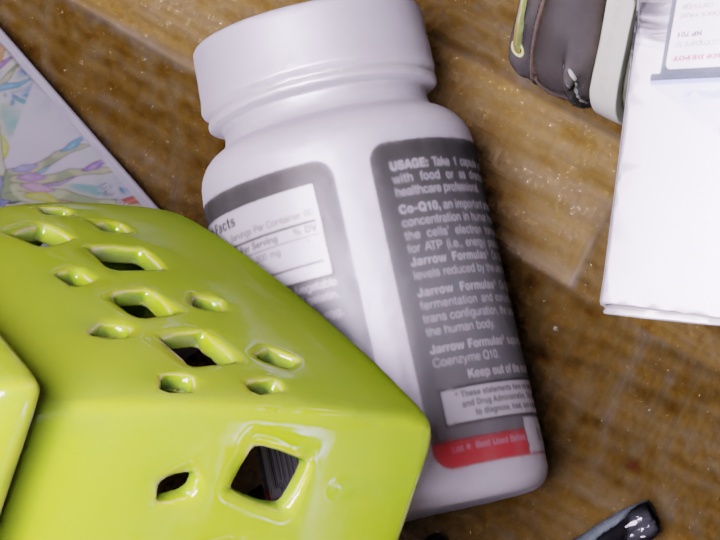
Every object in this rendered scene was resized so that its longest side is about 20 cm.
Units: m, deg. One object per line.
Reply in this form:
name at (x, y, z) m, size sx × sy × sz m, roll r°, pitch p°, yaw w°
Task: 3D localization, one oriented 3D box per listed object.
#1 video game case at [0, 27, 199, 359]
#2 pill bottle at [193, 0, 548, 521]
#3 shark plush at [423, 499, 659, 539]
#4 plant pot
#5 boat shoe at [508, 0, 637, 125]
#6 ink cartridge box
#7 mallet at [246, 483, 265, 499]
video game case at (-0.180, -0.010, 0.992) m, size 0.200 × 0.182 × 0.022 m, roll 47°, pitch 147°, yaw 19°
pill bottle at (0.000, 0.000, 0.925) m, size 0.113 × 0.114 × 0.201 m, roll -16°, pitch 81°, yaw 25°
shark plush at (0.025, 0.141, 0.938) m, size 0.200 × 0.091 × 0.084 m, roll -40°, pitch 42°, yaw 25°
plant pot at (-0.124, 0.087, 0.820) m, size 0.200 × 0.181 × 0.200 m, roll 37°, pitch 110°, yaw 50°
boat shoe at (0.104, -0.160, 0.889) m, size 0.060 × 0.072 × 0.202 m, roll 24°, pitch 112°, yaw 29°
ink cartridge box at (0.155, -0.079, 0.831) m, size 0.085 × 0.146 × 0.201 m, roll 6°, pitch 92°, yaw 24°
mallet at (-0.030, 0.149, 0.913) m, size 0.066 × 0.200 × 0.041 m, roll -41°, pitch 115°, yaw 7°
